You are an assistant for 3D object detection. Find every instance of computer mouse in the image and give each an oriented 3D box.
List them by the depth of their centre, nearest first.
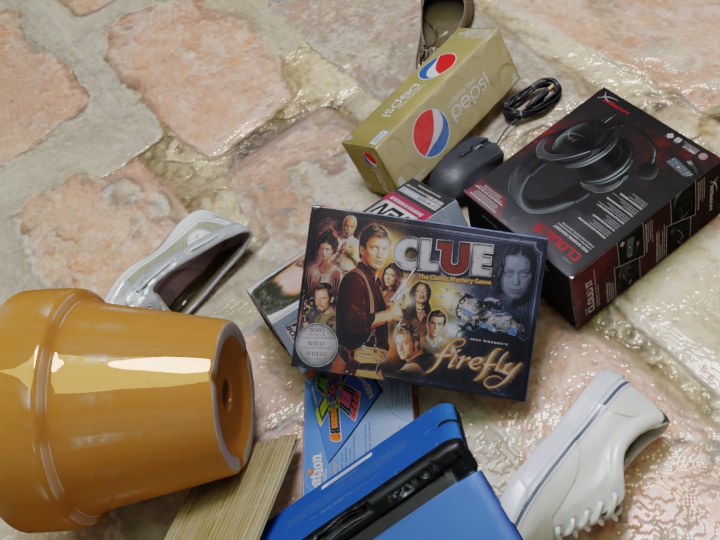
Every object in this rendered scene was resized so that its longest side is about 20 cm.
[{"bbox_3d":[0.141,-0.141,0.984,0.058,0.034,0.200,27,65,36],"label":"computer mouse"}]

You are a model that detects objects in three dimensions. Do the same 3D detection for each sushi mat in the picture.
[{"bbox_3d":[-0.110,0.196,0.748,0.095,0.012,0.200,-20,18,17],"label":"sushi mat"}]

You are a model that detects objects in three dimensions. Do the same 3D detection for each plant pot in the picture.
[{"bbox_3d":[-0.191,0.112,0.796,0.180,0.201,0.202,-4,50,8],"label":"plant pot"}]

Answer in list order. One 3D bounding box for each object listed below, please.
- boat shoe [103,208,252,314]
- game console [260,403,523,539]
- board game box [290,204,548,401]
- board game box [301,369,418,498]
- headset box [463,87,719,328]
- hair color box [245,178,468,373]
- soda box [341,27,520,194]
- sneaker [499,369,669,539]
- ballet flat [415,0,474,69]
[{"bbox_3d":[-0.188,0.020,0.948,0.064,0.075,0.202,15,52,34],"label":"boat shoe"},{"bbox_3d":[0.020,0.214,0.686,0.199,0.119,0.171,-34,5,6],"label":"game console"},{"bbox_3d":[0.048,0.026,0.793,0.197,0.035,0.138,8,94,4],"label":"board game box"},{"bbox_3d":[0.000,0.140,0.816,0.101,0.020,0.202,-10,50,11],"label":"board game box"},{"bbox_3d":[0.203,-0.056,0.865,0.199,0.078,0.149,-35,49,-12],"label":"headset box"},{"bbox_3d":[0.000,0.000,0.883,0.199,0.061,0.099,-34,26,-9],"label":"hair color box"},{"bbox_3d":[0.077,-0.169,0.999,0.200,0.068,0.064,-45,33,-18],"label":"soda box"},{"bbox_3d":[0.159,0.163,0.705,0.070,0.073,0.200,31,71,29],"label":"sneaker"},{"bbox_3d":[0.094,-0.291,1.114,0.066,0.047,0.202,-2,52,18],"label":"ballet flat"}]
